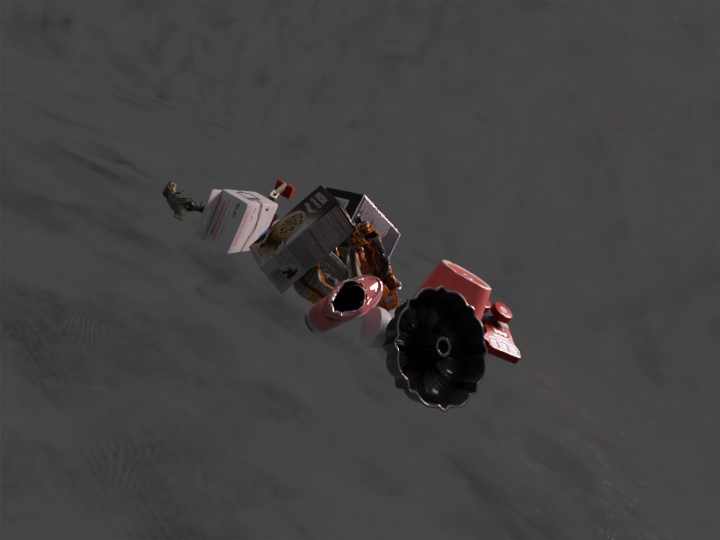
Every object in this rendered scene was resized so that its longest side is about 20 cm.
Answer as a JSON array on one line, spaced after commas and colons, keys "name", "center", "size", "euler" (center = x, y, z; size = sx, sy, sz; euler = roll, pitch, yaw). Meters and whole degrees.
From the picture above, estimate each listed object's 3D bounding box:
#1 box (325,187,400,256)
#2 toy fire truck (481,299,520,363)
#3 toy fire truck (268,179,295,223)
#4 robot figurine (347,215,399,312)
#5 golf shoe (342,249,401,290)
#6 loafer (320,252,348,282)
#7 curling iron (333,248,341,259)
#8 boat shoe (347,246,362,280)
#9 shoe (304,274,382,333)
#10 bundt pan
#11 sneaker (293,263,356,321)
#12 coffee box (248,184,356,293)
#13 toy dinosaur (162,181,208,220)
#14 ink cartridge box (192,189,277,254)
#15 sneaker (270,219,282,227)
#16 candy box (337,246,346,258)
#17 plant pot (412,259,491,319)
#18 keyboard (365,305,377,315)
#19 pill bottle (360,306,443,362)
[{"name": "box", "center": [-0.012, -0.116, 1.407], "size": [0.146, 0.109, 0.199], "euler": [18, -14, 42]}, {"name": "toy fire truck", "center": [0.354, 0.168, 1.480], "size": [0.196, 0.113, 0.170], "euler": [23, 31, -20]}, {"name": "toy fire truck", "center": [-0.232, -0.158, 1.343], "size": [0.048, 0.144, 0.200], "euler": [26, 12, -1]}, {"name": "robot figurine", "center": [0.025, -0.013, 1.095], "size": [0.145, 0.057, 0.203], "euler": [51, -15, 52]}, {"name": "golf shoe", "center": [0.030, 0.001, 1.367], "size": [0.087, 0.079, 0.198], "euler": [14, -9, 44]}, {"name": "loafer", "center": [-0.112, -0.029, 1.277], "size": [0.196, 0.073, 0.063], "euler": [27, 6, 6]}, {"name": "curling iron", "center": [-0.063, -0.038, 1.344], "size": [0.201, 0.025, 0.051], "euler": [71, -5, -70]}, {"name": "boat shoe", "center": [0.000, 0.000, 1.253], "size": [0.062, 0.072, 0.202], "euler": [23, -25, 28]}, {"name": "shoe", "center": [-0.008, 0.049, 0.954], "size": [0.198, 0.090, 0.073], "euler": [-27, 86, -43]}, {"name": "bundt pan", "center": [0.120, 0.133, 0.896], "size": [0.198, 0.207, 0.075], "euler": [23, -21, -25]}, {"name": "sneaker", "center": [-0.074, 0.039, 1.077], "size": [0.076, 0.079, 0.201], "euler": [16, 27, -49]}, {"name": "coffee box", "center": [-0.118, -0.066, 1.057], "size": [0.080, 0.199, 0.113], "euler": [52, -5, -33]}, {"name": "toy dinosaur", "center": [-0.388, -0.145, 1.168], "size": [0.086, 0.049, 0.200], "euler": [4, 24, -30]}, {"name": "ink cartridge box", "center": [-0.262, -0.104, 1.117], "size": [0.067, 0.118, 0.200], "euler": [28, 12, 10]}, {"name": "sneaker", "center": [-0.196, -0.096, 1.380], "size": [0.069, 0.075, 0.199], "euler": [22, 0, 19]}, {"name": "candy box", "center": [-0.072, -0.053, 1.453], "size": [0.199, 0.026, 0.102], "euler": [37, -9, 43]}, {"name": "plant pot", "center": [0.221, 0.087, 1.296], "size": [0.197, 0.180, 0.201], "euler": [27, 12, -6]}, {"name": "keyboard", "center": [0.027, 0.102, 1.171], "size": [0.104, 0.039, 0.200], "euler": [49, 1, -27]}, {"name": "pill bottle", "center": [0.099, 0.135, 0.991], "size": [0.196, 0.106, 0.104], "euler": [23, 13, -26]}]
